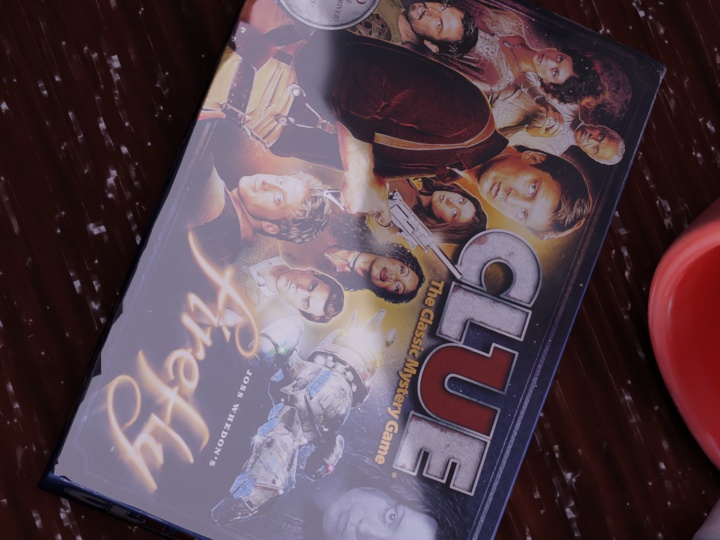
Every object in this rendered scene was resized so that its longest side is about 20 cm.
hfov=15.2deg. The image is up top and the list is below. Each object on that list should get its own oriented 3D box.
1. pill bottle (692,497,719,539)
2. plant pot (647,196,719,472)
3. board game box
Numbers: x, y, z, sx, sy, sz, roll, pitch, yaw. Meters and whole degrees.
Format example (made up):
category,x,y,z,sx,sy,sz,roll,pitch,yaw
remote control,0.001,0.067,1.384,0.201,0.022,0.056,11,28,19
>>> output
category,x,y,z,sx,sy,sz,roll,pitch,yaw
pill bottle,0.096,0.165,0.794,0.112,0.112,0.200,35,73,-4
plant pot,0.216,-0.001,0.824,0.200,0.200,0.177,41,63,-2
board game box,0.000,0.000,0.844,0.135,0.035,0.200,23,75,-8
